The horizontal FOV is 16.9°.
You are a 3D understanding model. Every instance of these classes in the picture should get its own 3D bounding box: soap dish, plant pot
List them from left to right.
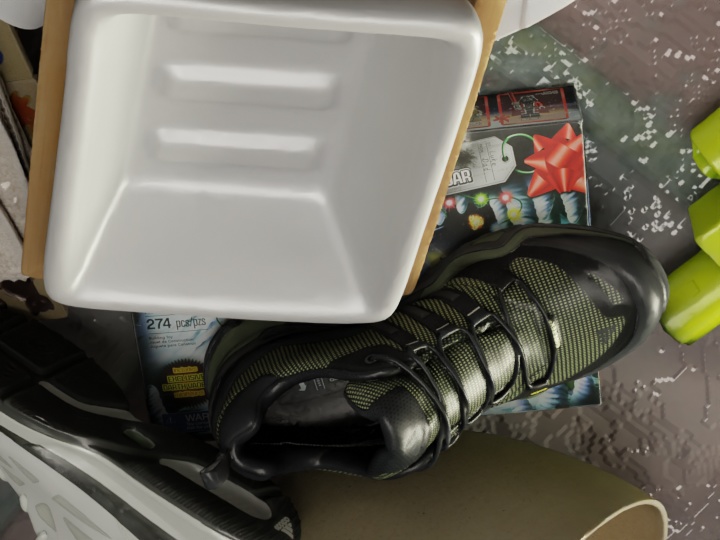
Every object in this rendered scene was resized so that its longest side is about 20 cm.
[{"bbox_3d":[-0.040,-0.065,0.883,0.156,0.082,0.200,3,144,-10],"label":"soap dish"},{"bbox_3d":[0.021,0.146,1.043,0.134,0.200,0.201,35,118,22],"label":"plant pot"}]

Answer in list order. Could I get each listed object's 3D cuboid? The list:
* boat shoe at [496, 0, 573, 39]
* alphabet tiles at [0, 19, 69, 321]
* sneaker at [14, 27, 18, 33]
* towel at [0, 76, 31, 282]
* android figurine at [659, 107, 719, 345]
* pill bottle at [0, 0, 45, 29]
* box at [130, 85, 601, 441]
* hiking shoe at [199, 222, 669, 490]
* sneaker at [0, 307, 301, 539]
[{"bbox_3d":[0.019,-0.125,0.952,0.199,0.072,0.068,-19,118,17],"label":"boat shoe"},{"bbox_3d":[-0.197,-0.045,0.982,0.165,0.006,0.201,-6,135,14],"label":"alphabet tiles"},{"bbox_3d":[-0.219,-0.147,0.931,0.088,0.075,0.201,-26,113,17],"label":"sneaker"},{"bbox_3d":[-0.227,-0.042,0.960,0.199,0.035,0.133,-4,135,13],"label":"towel"},{"bbox_3d":[0.225,-0.018,1.023,0.200,0.041,0.182,-40,111,19],"label":"android figurine"},{"bbox_3d":[-0.075,-0.183,0.893,0.200,0.109,0.109,-39,112,18],"label":"pill bottle"},{"bbox_3d":[0.000,0.000,1.031,0.198,0.040,0.138,-6,117,3],"label":"box"},{"bbox_3d":[0.032,0.046,0.975,0.199,0.101,0.076,-18,119,10],"label":"hiking shoe"},{"bbox_3d":[-0.131,0.102,1.007,0.200,0.076,0.116,33,113,14],"label":"sneaker"}]
